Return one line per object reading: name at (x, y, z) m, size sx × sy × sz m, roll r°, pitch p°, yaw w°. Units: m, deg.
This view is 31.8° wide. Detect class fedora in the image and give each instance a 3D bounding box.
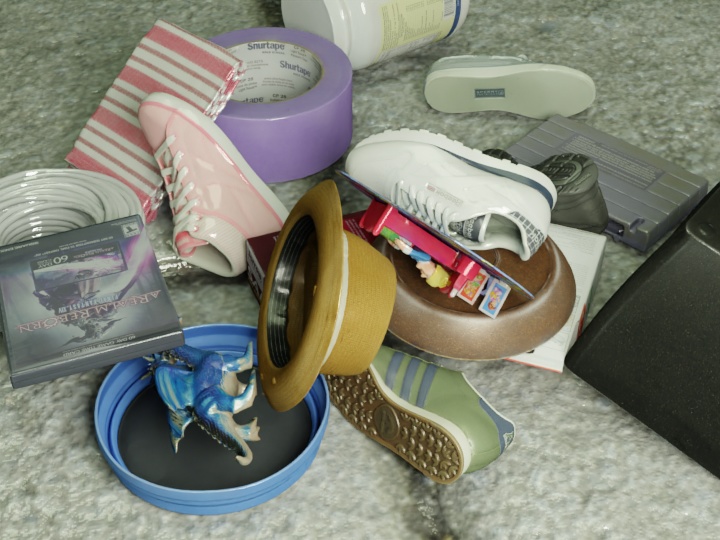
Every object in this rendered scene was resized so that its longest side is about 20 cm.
fedora at (-0.023, 0.025, 1.041) m, size 0.081 × 0.201 × 0.201 m, roll 15°, pitch 36°, yaw -19°

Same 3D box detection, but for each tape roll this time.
tape roll at (-0.108, -0.189, 1.426) m, size 0.198 × 0.085 × 0.201 m, roll -1°, pitch 40°, yaw 1°

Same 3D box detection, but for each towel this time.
towel at (-0.220, -0.164, 1.352) m, size 0.146 × 0.030 × 0.201 m, roll 32°, pitch 88°, yaw 33°

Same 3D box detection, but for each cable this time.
cable at (-0.308, -0.022, 1.237) m, size 0.198 × 0.070 × 0.201 m, roll -7°, pitch 39°, yaw -10°

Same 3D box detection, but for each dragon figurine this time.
dragon figurine at (-0.133, 0.107, 1.023) m, size 0.099 × 0.059 × 0.201 m, roll -6°, pitch 35°, yaw -4°

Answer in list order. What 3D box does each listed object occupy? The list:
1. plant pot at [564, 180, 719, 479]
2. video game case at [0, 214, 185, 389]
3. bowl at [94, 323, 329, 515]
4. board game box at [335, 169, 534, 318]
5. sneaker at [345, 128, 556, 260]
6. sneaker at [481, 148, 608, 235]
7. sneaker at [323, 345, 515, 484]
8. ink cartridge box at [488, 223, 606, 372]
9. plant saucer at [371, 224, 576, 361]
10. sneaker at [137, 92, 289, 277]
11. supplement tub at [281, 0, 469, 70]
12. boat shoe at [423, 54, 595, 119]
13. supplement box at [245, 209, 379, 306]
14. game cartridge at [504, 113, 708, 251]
plant pot at (0.324, 0.030, 1.057) m, size 0.200 × 0.178 × 0.199 m, roll 37°, pitch 51°, yaw 18°
video game case at (-0.241, 0.021, 1.094) m, size 0.142 × 0.019 × 0.200 m, roll -14°, pitch 34°, yaw -13°
bowl at (-0.125, 0.126, 1.080) m, size 0.199 × 0.040 × 0.201 m, roll 0°, pitch 40°, yaw 0°
board game box at (0.052, -0.016, 1.066) m, size 0.199 × 0.158 × 0.039 m, roll 33°, pitch 90°, yaw 29°
sneaker at (0.076, -0.068, 1.147) m, size 0.199 × 0.077 × 0.081 m, roll 14°, pitch 54°, yaw 14°
sneaker at (0.166, -0.069, 1.292) m, size 0.199 × 0.091 × 0.076 m, roll 13°, pitch 54°, yaw 48°
sneaker at (0.049, 0.110, 1.088) m, size 0.089 × 0.068 × 0.200 m, roll -12°, pitch 33°, yaw -38°
ink cartridge box at (0.158, 0.032, 1.186) m, size 0.108 × 0.051 × 0.200 m, roll 13°, pitch 42°, yaw 14°
plant saucer at (0.100, -0.002, 1.152) m, size 0.199 × 0.035 × 0.201 m, roll 2°, pitch 45°, yaw -2°
sneaker at (-0.165, -0.079, 1.247) m, size 0.200 × 0.075 × 0.105 m, roll 47°, pitch 58°, yaw -5°
supplement tub at (0.018, -0.331, 1.549) m, size 0.199 × 0.146 × 0.145 m, roll -24°, pitch 45°, yaw -26°
boat shoe at (0.174, -0.225, 1.480) m, size 0.199 × 0.070 × 0.072 m, roll 2°, pitch 43°, yaw 7°
supplement box at (0.000, 0.000, 1.213) m, size 0.199 × 0.061 × 0.109 m, roll -14°, pitch 44°, yaw -17°
game cartridge at (0.256, -0.098, 1.357) m, size 0.199 × 0.039 × 0.129 m, roll 30°, pitch 44°, yaw 32°
